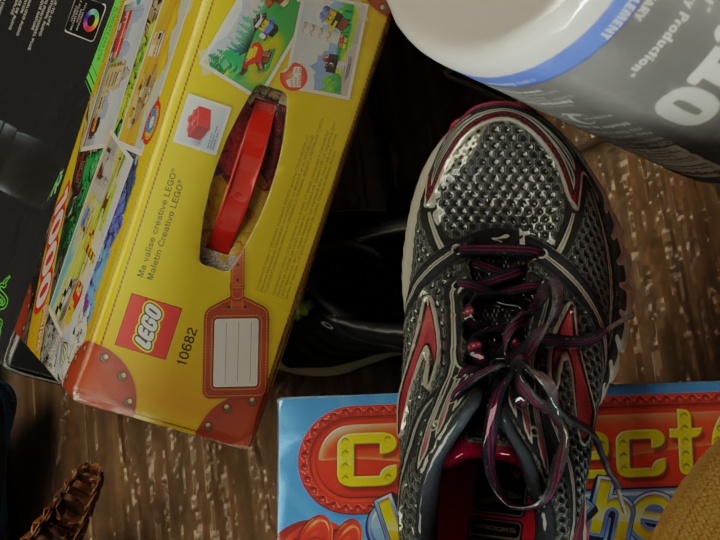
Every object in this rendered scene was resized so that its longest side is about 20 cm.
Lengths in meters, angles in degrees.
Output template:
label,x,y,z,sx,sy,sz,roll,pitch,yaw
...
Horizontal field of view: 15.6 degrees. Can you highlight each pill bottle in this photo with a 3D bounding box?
label,x,y,z,sx,sy,sz,roll,pitch,yaw
pill bottle,0.111,-0.095,0.911,0.114,0.200,0.114,-17,64,40

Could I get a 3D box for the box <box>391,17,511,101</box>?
label,x,y,z,sx,sy,sz,roll,pitch,yaw
box,0.063,-0.196,1.103,0.200,0.044,0.160,-55,46,15

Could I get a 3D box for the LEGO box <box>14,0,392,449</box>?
label,x,y,z,sx,sy,sz,roll,pitch,yaw
LEGO box,-0.064,-0.046,1.067,0.149,0.077,0.201,-153,81,-71

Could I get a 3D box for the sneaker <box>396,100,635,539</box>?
label,x,y,z,sx,sy,sz,roll,pitch,yaw
sneaker,0.051,0.036,0.868,0.080,0.075,0.201,-2,69,7

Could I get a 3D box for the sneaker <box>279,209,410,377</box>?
label,x,y,z,sx,sy,sz,roll,pitch,yaw
sneaker,0.000,0.000,1.067,0.199,0.083,0.072,-3,73,43

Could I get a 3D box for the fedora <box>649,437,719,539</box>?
label,x,y,z,sx,sy,sz,roll,pitch,yaw
fedora,0.171,0.129,0.817,0.082,0.200,0.201,124,148,-67

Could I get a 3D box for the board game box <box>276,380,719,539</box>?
label,x,y,z,sx,sy,sz,roll,pitch,yaw
board game box,0.070,0.140,0.897,0.199,0.056,0.197,-3,70,7

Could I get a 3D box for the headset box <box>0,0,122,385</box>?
label,x,y,z,sx,sy,sz,roll,pitch,yaw
headset box,-0.148,-0.050,1.221,0.200,0.093,0.175,25,94,45

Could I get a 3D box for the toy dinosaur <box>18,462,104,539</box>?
label,x,y,z,sx,sy,sz,roll,pitch,yaw
toy dinosaur,-0.173,0.173,1.154,0.102,0.136,0.201,10,102,5

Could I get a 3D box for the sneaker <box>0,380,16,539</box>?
label,x,y,z,sx,sy,sz,roll,pitch,yaw
sneaker,-0.199,0.143,1.234,0.066,0.078,0.201,25,112,31
